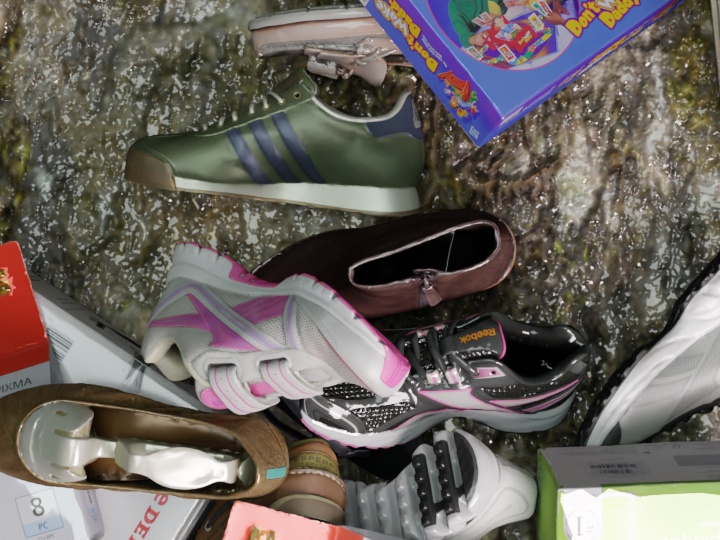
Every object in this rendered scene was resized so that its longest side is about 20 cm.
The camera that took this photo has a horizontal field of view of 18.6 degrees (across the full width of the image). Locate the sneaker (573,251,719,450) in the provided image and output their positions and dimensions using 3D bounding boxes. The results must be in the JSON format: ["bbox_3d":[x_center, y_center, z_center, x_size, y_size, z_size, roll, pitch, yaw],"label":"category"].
[{"bbox_3d":[0.210,0.073,1.426,0.079,0.074,0.200,43,93,1],"label":"sneaker"}]

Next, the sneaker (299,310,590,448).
[{"bbox_3d":[0.056,0.056,1.400,0.199,0.086,0.081,-5,62,-23],"label":"sneaker"}]

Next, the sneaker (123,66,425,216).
[{"bbox_3d":[-0.053,-0.092,1.460,0.199,0.067,0.090,7,99,0],"label":"sneaker"}]

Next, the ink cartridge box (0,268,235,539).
[{"bbox_3d":[-0.188,0.112,1.465,0.199,0.083,0.147,33,94,7],"label":"ink cartridge box"}]

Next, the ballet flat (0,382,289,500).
[{"bbox_3d":[-0.143,0.110,1.340,0.199,0.072,0.068,9,96,4],"label":"ballet flat"}]

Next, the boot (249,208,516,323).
[{"bbox_3d":[0.000,0.000,1.405,0.199,0.166,0.073,-15,86,6],"label":"boot"}]

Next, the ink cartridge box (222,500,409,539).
[{"bbox_3d":[-0.001,0.243,1.340,0.199,0.057,0.163,15,96,-20],"label":"ink cartridge box"}]

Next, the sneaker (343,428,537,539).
[{"bbox_3d":[0.029,0.165,1.422,0.200,0.081,0.076,-26,60,40],"label":"sneaker"}]

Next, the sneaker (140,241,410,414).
[{"bbox_3d":[-0.055,0.051,1.337,0.199,0.081,0.089,15,70,43],"label":"sneaker"}]

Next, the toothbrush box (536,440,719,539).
[{"bbox_3d":[0.187,0.215,1.383,0.145,0.086,0.201,-1,104,-4],"label":"toothbrush box"}]

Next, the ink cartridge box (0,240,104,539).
[{"bbox_3d":[-0.268,0.099,1.411,0.159,0.047,0.201,-17,89,8],"label":"ink cartridge box"}]

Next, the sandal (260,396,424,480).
[{"bbox_3d":[-0.048,0.082,1.444,0.200,0.076,0.043,34,58,0],"label":"sandal"}]

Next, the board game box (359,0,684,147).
[{"bbox_3d":[0.110,-0.187,1.410,0.200,0.045,0.135,-35,83,-28],"label":"board game box"}]

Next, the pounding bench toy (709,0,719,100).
[{"bbox_3d":[0.286,-0.170,1.382,0.123,0.156,0.201,-6,87,7],"label":"pounding bench toy"}]

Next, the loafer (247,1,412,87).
[{"bbox_3d":[0.026,-0.149,1.459,0.199,0.072,0.063,-6,95,4],"label":"loafer"}]

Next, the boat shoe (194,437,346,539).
[{"bbox_3d":[-0.069,0.179,1.434,0.072,0.068,0.200,24,136,-27],"label":"boat shoe"}]
